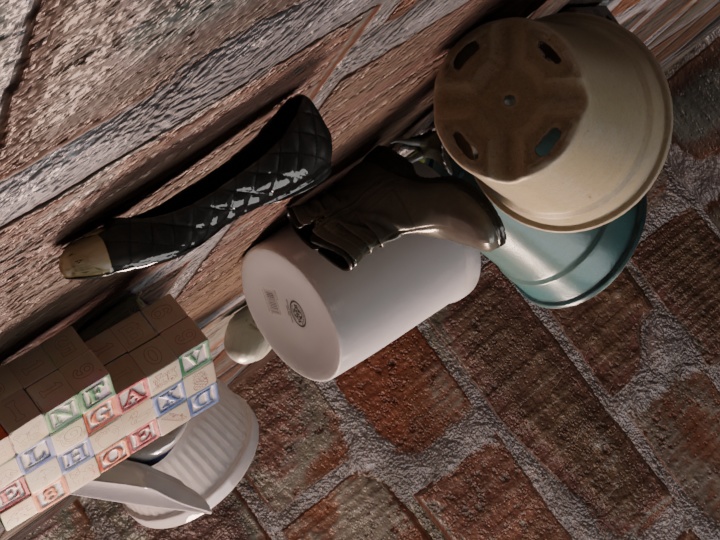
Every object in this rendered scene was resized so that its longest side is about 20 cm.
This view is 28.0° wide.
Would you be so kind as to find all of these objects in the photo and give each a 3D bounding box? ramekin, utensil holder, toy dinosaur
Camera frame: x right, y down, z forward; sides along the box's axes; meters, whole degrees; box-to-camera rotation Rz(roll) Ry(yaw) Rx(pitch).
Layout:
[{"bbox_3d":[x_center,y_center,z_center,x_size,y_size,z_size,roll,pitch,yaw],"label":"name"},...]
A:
[{"bbox_3d":[-0.235,0.206,1.780,0.199,0.105,0.201,-23,-143,19],"label":"ramekin"},{"bbox_3d":[0.000,0.000,1.509,0.199,0.171,0.170,-33,175,-32],"label":"utensil holder"},{"bbox_3d":[0.128,-0.157,1.434,0.102,0.077,0.200,-33,175,-47],"label":"toy dinosaur"}]

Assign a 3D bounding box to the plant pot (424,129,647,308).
[{"bbox_3d":[0.184,-0.085,1.625,0.195,0.201,0.200,28,126,-37],"label":"plant pot"}]

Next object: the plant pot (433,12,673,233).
[{"bbox_3d":[0.154,-0.137,1.244,0.200,0.201,0.183,-38,166,18],"label":"plant pot"}]

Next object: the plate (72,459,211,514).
[{"bbox_3d":[-0.281,0.225,1.566,0.198,0.033,0.200,4,164,17],"label":"plate"}]

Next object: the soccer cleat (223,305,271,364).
[{"bbox_3d":[-0.117,0.055,1.954,0.078,0.069,0.200,-46,179,40],"label":"soccer cleat"}]

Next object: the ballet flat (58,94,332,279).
[{"bbox_3d":[-0.105,-0.049,0.913,0.199,0.057,0.066,-30,-158,-25],"label":"ballet flat"}]

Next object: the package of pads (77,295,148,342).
[{"bbox_3d":[-0.233,0.099,1.283,0.154,0.068,0.200,-38,176,-5],"label":"package of pads"}]

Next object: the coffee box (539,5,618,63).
[{"bbox_3d":[0.224,-0.219,1.551,0.113,0.080,0.200,-37,177,23],"label":"coffee box"}]

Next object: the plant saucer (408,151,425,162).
[{"bbox_3d":[0.046,-0.100,1.775,0.199,0.031,0.200,-36,176,-3],"label":"plant saucer"}]

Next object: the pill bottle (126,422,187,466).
[{"bbox_3d":[-0.250,0.161,1.592,0.111,0.111,0.200,-35,176,-17],"label":"pill bottle"}]

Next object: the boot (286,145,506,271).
[{"bbox_3d":[0.031,-0.037,1.350,0.130,0.199,0.068,-39,133,-24],"label":"boot"}]

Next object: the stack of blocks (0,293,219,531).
[{"bbox_3d":[-0.212,0.101,1.118,0.199,0.059,0.116,-31,147,-21],"label":"stack of blocks"}]
